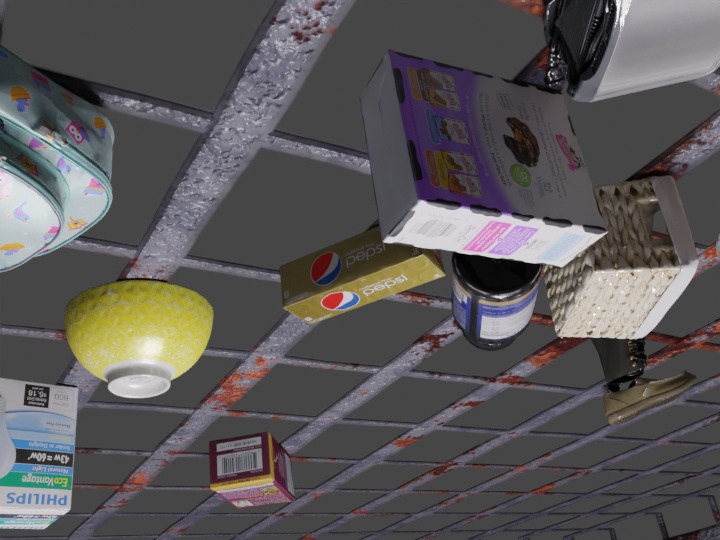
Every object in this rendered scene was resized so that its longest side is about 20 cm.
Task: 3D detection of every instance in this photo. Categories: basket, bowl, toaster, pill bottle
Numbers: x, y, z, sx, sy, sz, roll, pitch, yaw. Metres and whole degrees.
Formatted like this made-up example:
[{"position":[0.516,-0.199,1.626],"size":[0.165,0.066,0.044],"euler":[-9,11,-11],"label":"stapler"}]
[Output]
[{"position":[0.313,-0.010,0.965],"size":[0.123,0.136,0.200],"euler":[-2,151,-3],"label":"basket"},{"position":[-0.297,0.107,1.035],"size":[0.200,0.108,0.200],"euler":[-6,150,-3],"label":"bowl"},{"position":[0.225,-0.215,0.599],"size":[0.129,0.114,0.200],"euler":[-9,149,-3],"label":"toaster"},{"position":[0.175,0.029,1.016],"size":[0.112,0.112,0.200],"euler":[-9,151,1],"label":"pill bottle"}]

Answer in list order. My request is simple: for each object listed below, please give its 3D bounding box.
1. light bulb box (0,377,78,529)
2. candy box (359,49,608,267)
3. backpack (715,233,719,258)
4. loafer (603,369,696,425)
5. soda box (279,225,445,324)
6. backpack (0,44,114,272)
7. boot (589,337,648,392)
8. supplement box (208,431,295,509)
[{"position":[-0.554,0.280,1.179],"size":[0.198,0.200,0.125],"euler":[15,144,-36],"label":"light bulb box"},{"position":[0.111,-0.100,0.714],"size":[0.200,0.168,0.072],"euler":[7,148,-25],"label":"candy box"},{"position":[0.577,-0.024,1.002],"size":[0.200,0.151,0.178],"euler":[-10,152,13],"label":"backpack"},{"position":[0.576,0.241,1.543],"size":[0.200,0.067,0.076],"euler":[-22,155,-7],"label":"loafer"},{"position":[0.000,0.000,0.967],"size":[0.200,0.064,0.068],"euler":[-22,148,22],"label":"soda box"},{"position":[-0.312,-0.088,0.651],"size":[0.176,0.153,0.200],"euler":[-30,151,24],"label":"backpack"},{"position":[0.416,0.081,1.140],"size":[0.077,0.138,0.200],"euler":[2,148,-18],"label":"boot"},{"position":[-0.224,0.421,1.610],"size":[0.131,0.103,0.200],"euler":[-10,150,3],"label":"supplement box"}]
